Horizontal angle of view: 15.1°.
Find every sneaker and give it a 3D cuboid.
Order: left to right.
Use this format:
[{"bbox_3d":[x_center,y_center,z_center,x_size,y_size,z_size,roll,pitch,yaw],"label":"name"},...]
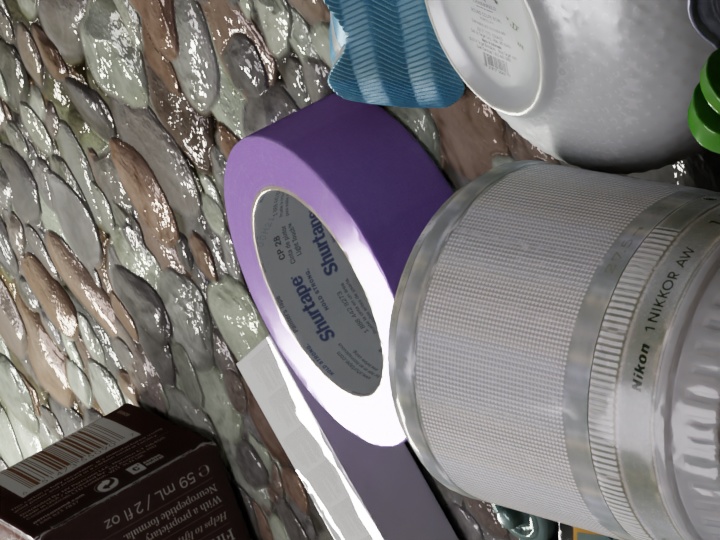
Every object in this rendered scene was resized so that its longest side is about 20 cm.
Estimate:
[{"bbox_3d":[0.018,-0.146,1.396,0.200,0.076,0.081,81,-166,-66],"label":"sneaker"}]

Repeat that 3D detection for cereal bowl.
[{"bbox_3d":[0.088,-0.131,1.247,0.200,0.083,0.201,45,151,34],"label":"cereal bowl"}]

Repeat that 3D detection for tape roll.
[{"bbox_3d":[0.000,0.000,1.595,0.200,0.065,0.201,45,152,33],"label":"tape roll"}]

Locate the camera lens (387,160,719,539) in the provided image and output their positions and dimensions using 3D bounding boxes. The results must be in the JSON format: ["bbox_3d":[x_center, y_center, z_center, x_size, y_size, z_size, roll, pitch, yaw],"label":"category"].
[{"bbox_3d":[0.124,0.040,1.221,0.199,0.160,0.161,12,128,43],"label":"camera lens"}]

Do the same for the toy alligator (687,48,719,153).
[{"bbox_3d":[0.161,-0.084,0.903,0.200,0.054,0.060,-50,31,45],"label":"toy alligator"}]

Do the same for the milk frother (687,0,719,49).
[{"bbox_3d":[0.113,-0.201,0.928,0.181,0.199,0.189,-56,45,49],"label":"milk frother"}]

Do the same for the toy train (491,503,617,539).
[{"bbox_3d":[0.126,0.090,1.415,0.114,0.085,0.201,34,145,32],"label":"toy train"}]

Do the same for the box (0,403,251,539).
[{"bbox_3d":[-0.181,0.236,2.101,0.164,0.165,0.201,15,129,59],"label":"box"}]

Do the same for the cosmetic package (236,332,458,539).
[{"bbox_3d":[-0.002,0.127,1.754,0.201,0.050,0.083,61,159,4],"label":"cosmetic package"}]
